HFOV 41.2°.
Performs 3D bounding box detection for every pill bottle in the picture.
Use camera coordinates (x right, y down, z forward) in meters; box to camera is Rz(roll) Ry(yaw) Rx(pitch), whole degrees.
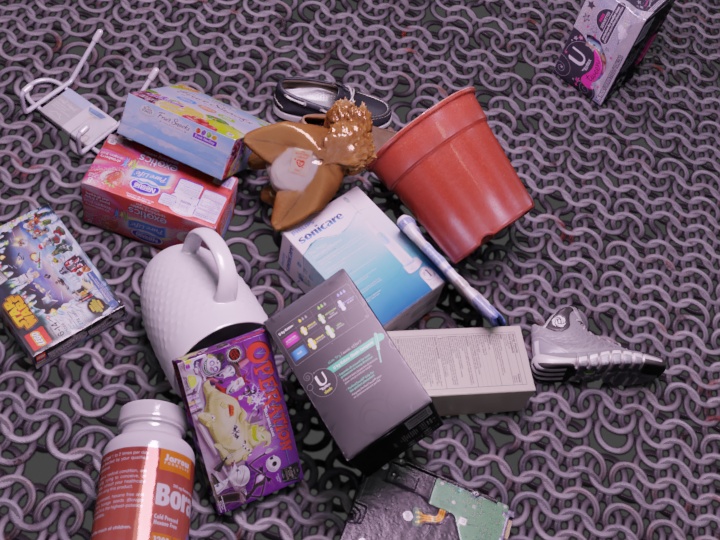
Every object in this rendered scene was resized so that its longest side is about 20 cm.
[{"bbox_3d":[-0.252,0.260,1.122,0.111,0.112,0.202,5,57,-9],"label":"pill bottle"}]

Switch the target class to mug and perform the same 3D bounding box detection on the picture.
[{"bbox_3d":[-0.202,0.037,1.229,0.147,0.201,0.176,-11,49,-32],"label":"mug"}]

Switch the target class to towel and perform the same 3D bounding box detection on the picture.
[{"bbox_3d":[0.132,0.004,1.365,0.024,0.147,0.200,-44,73,2],"label":"towel"}]

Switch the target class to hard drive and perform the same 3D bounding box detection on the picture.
[{"bbox_3d":[0.083,0.325,1.200,0.198,0.038,0.140,22,56,3],"label":"hard drive"}]

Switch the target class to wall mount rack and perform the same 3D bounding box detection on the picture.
[{"bbox_3d":[-0.409,-0.268,1.454,0.199,0.075,0.174,35,57,10],"label":"wall mount rack"}]

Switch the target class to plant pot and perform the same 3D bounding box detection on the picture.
[{"bbox_3d":[0.144,-0.131,1.416,0.200,0.201,0.196,-34,85,-29],"label":"plant pot"}]

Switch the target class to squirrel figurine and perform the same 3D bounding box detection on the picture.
[{"bbox_3d":[-0.062,-0.160,1.396,0.199,0.187,0.142,-26,93,5],"label":"squirrel figurine"}]

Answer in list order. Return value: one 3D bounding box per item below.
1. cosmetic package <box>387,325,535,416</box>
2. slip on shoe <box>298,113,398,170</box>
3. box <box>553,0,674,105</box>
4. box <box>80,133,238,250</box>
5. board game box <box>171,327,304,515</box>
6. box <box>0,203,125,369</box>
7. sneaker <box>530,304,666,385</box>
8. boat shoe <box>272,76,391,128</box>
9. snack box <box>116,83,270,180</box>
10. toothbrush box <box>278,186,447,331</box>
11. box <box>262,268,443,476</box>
[{"bbox_3d":[0.127,0.139,1.310,0.198,0.073,0.104,0,58,-13],"label":"cosmetic package"},{"bbox_3d":[-0.006,-0.210,1.515,0.198,0.061,0.077,9,56,-7],"label":"slip on shoe"},{"bbox_3d":[0.439,-0.415,1.663,0.115,0.201,0.132,39,58,16],"label":"box"},{"bbox_3d":[-0.284,-0.100,1.360,0.198,0.096,0.100,19,54,0],"label":"box"},{"bbox_3d":[-0.147,0.184,1.171,0.119,0.032,0.202,-21,106,-27],"label":"board game box"},{"bbox_3d":[-0.427,0.017,1.286,0.136,0.040,0.200,-32,69,-27],"label":"box"},{"bbox_3d":[0.339,0.100,1.384,0.198,0.075,0.116,3,54,-9],"label":"sneaker"},{"bbox_3d":[-0.041,-0.270,1.546,0.198,0.061,0.076,1,57,-12],"label":"boat shoe"},{"bbox_3d":[-0.233,-0.207,1.396,0.167,0.068,0.200,24,16,4],"label":"snack box"},{"bbox_3d":[0.000,0.000,1.364,0.146,0.086,0.200,-35,71,-28],"label":"toothbrush box"},{"bbox_3d":[-0.006,0.127,1.177,0.124,0.149,0.201,-34,68,-3],"label":"box"}]
